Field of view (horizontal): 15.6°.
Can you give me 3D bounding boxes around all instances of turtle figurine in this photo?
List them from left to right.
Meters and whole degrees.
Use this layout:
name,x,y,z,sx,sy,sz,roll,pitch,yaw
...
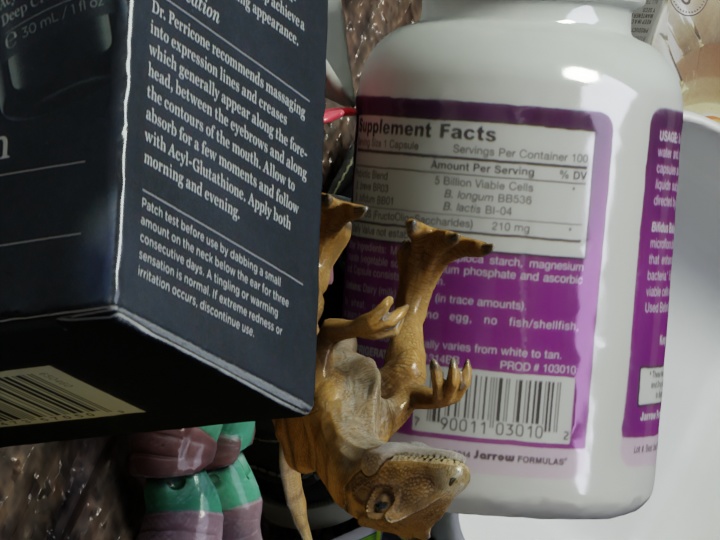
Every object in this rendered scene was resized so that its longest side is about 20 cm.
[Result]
name,x,y,z,sx,sy,sz,roll,pitch,yaw
turtle figurine,-0.060,0.002,0.849,0.150,0.100,0.201,0,88,-63

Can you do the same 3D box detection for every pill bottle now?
name,x,y,z,sx,sy,sz,roll,pitch,yaw
pill bottle,0.052,-0.022,0.896,0.112,0.112,0.201,1,94,-63

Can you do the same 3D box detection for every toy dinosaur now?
name,x,y,z,sx,sy,sz,roll,pitch,yaw
toy dinosaur,-0.010,0.033,0.765,0.200,0.060,0.107,-175,-77,-81

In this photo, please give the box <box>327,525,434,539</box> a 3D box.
name,x,y,z,sx,sy,sz,roll,pitch,yaw
box,0.019,0.144,0.933,0.110,0.035,0.200,54,12,7

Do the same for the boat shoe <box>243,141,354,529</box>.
name,x,y,z,sx,sy,sz,roll,pitch,yaw
boat shoe,0.000,0.000,0.989,0.068,0.072,0.200,60,37,-37

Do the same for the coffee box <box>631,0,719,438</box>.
name,x,y,z,sx,sy,sz,roll,pitch,yaw
coffee box,0.124,-0.039,1.134,0.114,0.080,0.201,24,81,-35

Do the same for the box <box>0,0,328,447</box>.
name,x,y,z,sx,sy,sz,roll,pitch,yaw
box,-0.096,-0.060,0.727,0.107,0.148,0.201,32,54,-57

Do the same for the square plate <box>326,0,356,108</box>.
name,x,y,z,sx,sy,sz,roll,pitch,yaw
square plate,-0.064,-0.178,0.906,0.200,0.028,0.199,54,18,-43

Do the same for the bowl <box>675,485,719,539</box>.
name,x,y,z,sx,sy,sz,roll,pitch,yaw
bowl,0.147,0.130,1.179,0.202,0.090,0.201,-60,180,-1

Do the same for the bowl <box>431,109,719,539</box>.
name,x,y,z,sx,sy,sz,roll,pitch,yaw
bowl,0.112,0.048,1.041,0.200,0.075,0.200,31,83,-36
